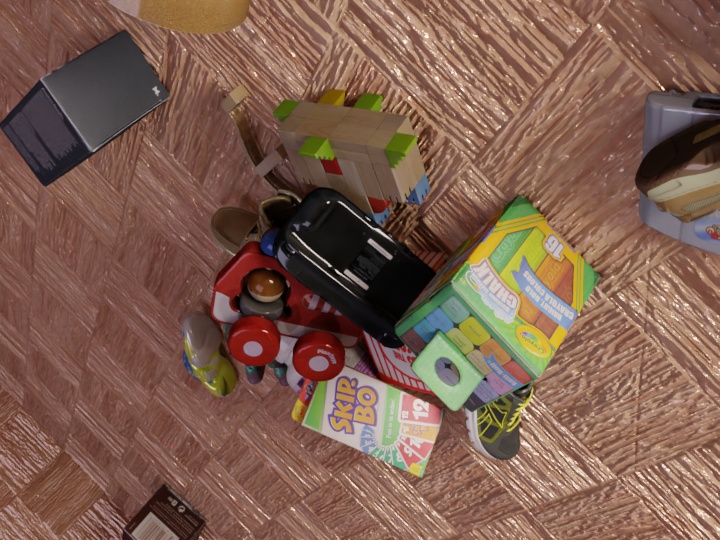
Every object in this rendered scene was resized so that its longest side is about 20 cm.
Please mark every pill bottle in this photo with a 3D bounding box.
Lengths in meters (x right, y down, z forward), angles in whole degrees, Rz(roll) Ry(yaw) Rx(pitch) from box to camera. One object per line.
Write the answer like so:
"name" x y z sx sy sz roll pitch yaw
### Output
"pill bottle" -0.038 0.153 1.093 0.199 0.112 0.113 42 144 3

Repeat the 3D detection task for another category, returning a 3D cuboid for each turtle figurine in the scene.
"turtle figurine" -0.171 0.101 1.191 0.147 0.101 0.203 16 140 33

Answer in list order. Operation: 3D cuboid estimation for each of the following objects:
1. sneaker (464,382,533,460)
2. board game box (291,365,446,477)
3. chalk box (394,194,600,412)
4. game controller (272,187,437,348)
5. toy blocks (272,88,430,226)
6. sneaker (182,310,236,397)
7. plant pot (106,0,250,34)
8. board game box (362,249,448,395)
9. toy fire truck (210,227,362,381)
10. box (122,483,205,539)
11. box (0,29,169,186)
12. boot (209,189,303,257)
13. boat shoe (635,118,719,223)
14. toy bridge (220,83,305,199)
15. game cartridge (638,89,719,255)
"sneaker" 0.174 0.161 0.926 0.083 0.075 0.204 6 129 39
"board game box" 0.010 0.195 1.021 0.196 0.098 0.030 23 173 2
"chalk box" 0.127 0.047 0.757 0.125 0.200 0.124 44 144 -2
"game controller" 0.000 0.000 0.839 0.198 0.105 0.042 38 -177 -16
"toy blocks" -0.002 -0.110 0.839 0.196 0.101 0.138 16 146 35
"sneaker" -0.300 0.149 1.373 0.103 0.076 0.204 16 136 33
"plant pot" -0.161 -0.360 0.688 0.185 0.186 0.202 38 131 7
"board game box" 0.066 0.067 0.965 0.149 0.046 0.204 7 129 41
"toy fire truck" -0.077 0.026 0.906 0.194 0.113 0.171 13 127 -7
"box" -0.554 0.739 2.103 0.165 0.165 0.201 38 143 6
"box" -0.385 -0.220 1.042 0.197 0.149 0.108 -13 117 48
"boot" -0.120 -0.054 0.974 0.196 0.073 0.155 28 160 13
"boat shoe" 0.297 -0.084 0.535 0.076 0.072 0.199 40 155 -15
"toy bridge" -0.111 -0.141 0.954 0.201 0.027 0.067 51 144 -10
"game cartridge" 0.323 -0.068 0.599 0.196 0.041 0.136 16 131 33
